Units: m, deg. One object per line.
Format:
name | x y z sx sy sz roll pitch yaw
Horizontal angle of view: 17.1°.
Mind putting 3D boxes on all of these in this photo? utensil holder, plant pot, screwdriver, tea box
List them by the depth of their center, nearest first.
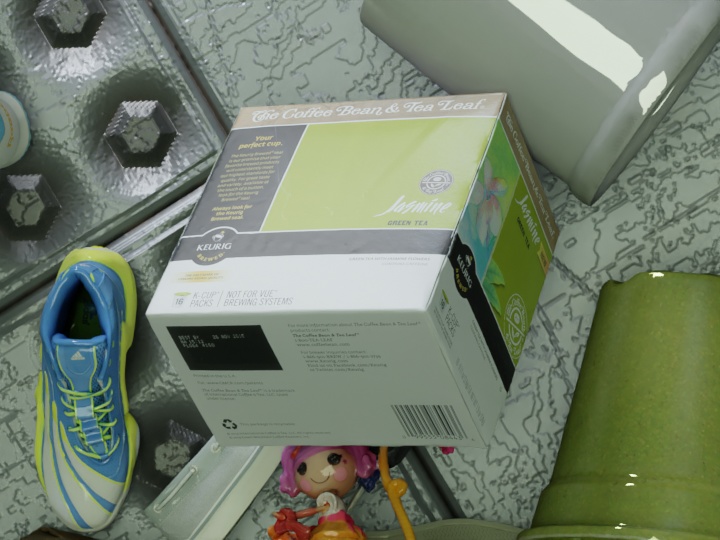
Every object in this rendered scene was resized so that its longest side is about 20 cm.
tea box | 0.000 0.000 1.543 0.199 0.134 0.197 -1 47 27
plant pot | 0.212 0.105 1.572 0.199 0.200 0.185 7 75 6
utensil holder | 0.123 -0.170 1.583 0.200 0.170 0.170 38 94 6
screwdriver | -0.004 0.164 1.634 0.029 0.028 0.201 15 65 31

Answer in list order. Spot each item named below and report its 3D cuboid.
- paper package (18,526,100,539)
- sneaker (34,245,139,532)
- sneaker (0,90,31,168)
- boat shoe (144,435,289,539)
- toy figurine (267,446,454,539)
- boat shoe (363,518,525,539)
paper package | -0.172 0.296 1.652 0.189 0.103 0.201 12 91 5
sneaker | -0.198 0.083 1.651 0.075 0.105 0.202 0 90 7
sneaker | -0.333 -0.073 1.675 0.199 0.081 0.077 -25 89 15
boat shoe | -0.080 0.106 1.656 0.071 0.070 0.201 35 96 2
toy figurine | 0.000 0.162 1.581 0.199 0.150 0.185 -19 60 17
boat shoe | 0.050 0.218 1.653 0.198 0.068 0.072 -3 49 2
